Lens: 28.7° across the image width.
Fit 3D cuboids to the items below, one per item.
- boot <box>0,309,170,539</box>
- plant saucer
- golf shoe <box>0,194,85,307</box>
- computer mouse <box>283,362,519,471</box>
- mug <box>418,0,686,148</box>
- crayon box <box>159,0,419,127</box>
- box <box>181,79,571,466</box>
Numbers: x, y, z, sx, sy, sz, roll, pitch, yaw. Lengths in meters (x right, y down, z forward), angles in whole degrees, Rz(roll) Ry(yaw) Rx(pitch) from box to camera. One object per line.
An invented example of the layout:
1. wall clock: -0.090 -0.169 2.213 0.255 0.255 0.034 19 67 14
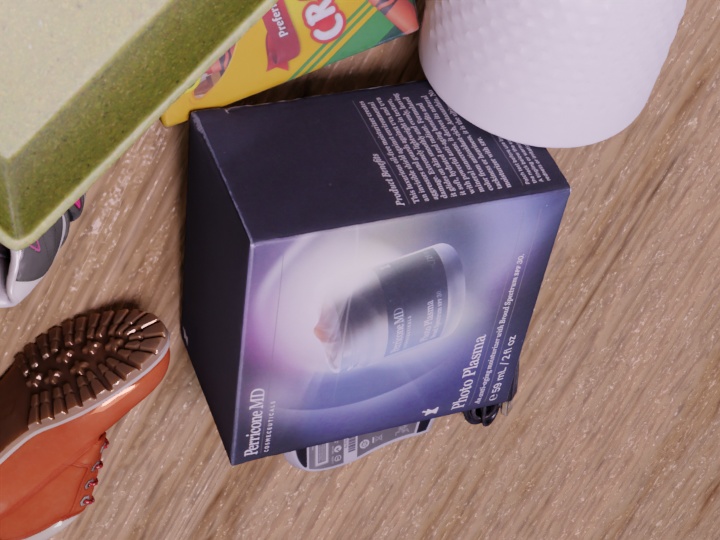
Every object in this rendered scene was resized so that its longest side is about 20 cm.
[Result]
1. boot: -0.190 0.106 0.907 0.200 0.075 0.107 -34 131 8
2. plant saucer: -0.168 -0.145 0.674 0.200 0.048 0.200 -44 123 0
3. golf shoe: -0.231 -0.064 0.756 0.077 0.088 0.200 -16 135 35
4. computer mouse: 0.027 0.084 1.013 0.199 0.044 0.110 -15 129 -24
5. mug: 0.127 -0.201 0.809 0.147 0.201 0.176 20 141 6
6. crayon box: -0.073 -0.167 0.806 0.199 0.051 0.127 -23 127 -11
7. box: 0.000 0.000 0.870 0.197 0.124 0.201 -10 138 -18
